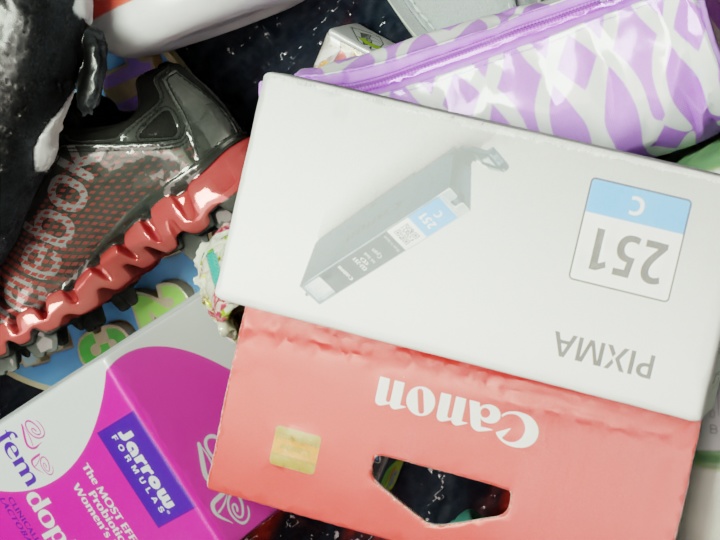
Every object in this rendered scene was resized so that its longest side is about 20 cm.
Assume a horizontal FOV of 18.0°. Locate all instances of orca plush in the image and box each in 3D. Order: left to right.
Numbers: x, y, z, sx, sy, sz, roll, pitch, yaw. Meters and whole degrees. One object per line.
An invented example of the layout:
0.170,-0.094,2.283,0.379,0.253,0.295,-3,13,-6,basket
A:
-0.174,-0.076,0.975,0.105,0.071,0.200,52,127,33,orca plush

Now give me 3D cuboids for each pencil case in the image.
0.066,-0.074,0.943,0.199,0.086,0.084,-19,54,15,pencil case

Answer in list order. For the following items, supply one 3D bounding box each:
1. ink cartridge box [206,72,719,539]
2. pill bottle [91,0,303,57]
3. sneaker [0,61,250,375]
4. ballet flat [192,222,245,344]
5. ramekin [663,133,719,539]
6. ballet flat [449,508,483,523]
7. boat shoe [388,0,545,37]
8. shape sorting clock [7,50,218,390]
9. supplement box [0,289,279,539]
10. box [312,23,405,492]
0.041,0.029,0.895,0.199,0.045,0.177,14,95,14,ink cartridge box
-0.094,-0.202,1.008,0.112,0.112,0.201,-18,93,26,pill bottle
-0.131,-0.025,1.042,0.200,0.071,0.098,-33,91,23,sneaker
0.015,0.043,0.989,0.199,0.064,0.076,24,118,-14,ballet flat
0.181,0.032,0.939,0.199,0.098,0.201,5,102,23,ramekin
0.118,0.158,1.014,0.199,0.067,0.071,21,94,17,ballet flat
0.014,-0.161,0.988,0.070,0.071,0.201,-30,90,25,boat shoe
-0.148,-0.036,1.106,0.199,0.039,0.201,5,102,23,shape sorting clock
-0.115,0.095,1.052,0.200,0.103,0.101,-32,91,42,supplement box
0.000,0.000,1.049,0.110,0.035,0.201,29,111,16,box
